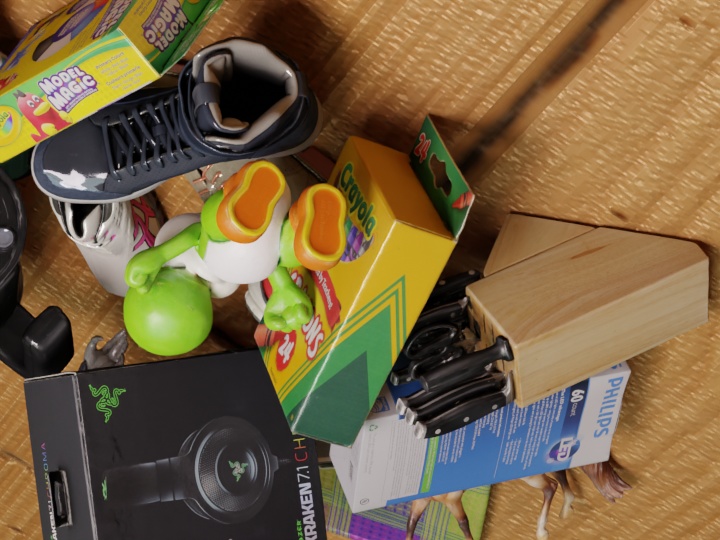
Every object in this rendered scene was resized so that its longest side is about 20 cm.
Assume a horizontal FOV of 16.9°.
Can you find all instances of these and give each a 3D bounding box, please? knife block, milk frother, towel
[{"bbox_3d":[0.122,0.048,1.635,0.199,0.176,0.064,9,138,17],"label":"knife block"},{"bbox_3d":[-0.323,0.035,1.759,0.181,0.199,0.188,59,166,8],"label":"milk frother"},{"bbox_3d":[0.005,0.168,1.939,0.199,0.023,0.144,17,138,8],"label":"towel"}]

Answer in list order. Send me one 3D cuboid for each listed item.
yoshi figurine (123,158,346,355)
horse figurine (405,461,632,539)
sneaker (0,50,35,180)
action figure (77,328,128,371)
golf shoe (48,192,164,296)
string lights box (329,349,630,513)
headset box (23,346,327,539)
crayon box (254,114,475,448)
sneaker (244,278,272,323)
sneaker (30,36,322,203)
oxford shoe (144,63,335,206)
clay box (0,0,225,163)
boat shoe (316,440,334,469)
[{"bbox_3d":[-0.095,0.003,1.599,0.200,0.112,0.113,-27,89,56],"label":"yoshi figurine"},{"bbox_3d":[0.099,0.154,1.815,0.199,0.050,0.133,-15,120,-9],"label":"horse figurine"},{"bbox_3d":[-0.278,-0.146,1.727,0.074,0.088,0.200,-31,146,-4],"label":"sneaker"},{"bbox_3d":[-0.176,0.106,1.863,0.119,0.102,0.200,37,177,-3],"label":"action figure"},{"bbox_3d":[-0.194,-0.045,1.757,0.072,0.092,0.201,8,138,17],"label":"golf shoe"},{"bbox_3d":[0.084,0.102,1.717,0.199,0.059,0.103,-10,138,-17],"label":"string lights box"},{"bbox_3d":[-0.137,0.149,1.732,0.199,0.175,0.093,-5,177,-32],"label":"headset box"},{"bbox_3d":[0.000,0.000,1.620,0.051,0.127,0.201,17,112,-23],"label":"crayon box"},{"bbox_3d":[0.017,0.033,1.753,0.199,0.077,0.085,23,108,-15],"label":"sneaker"},{"bbox_3d":[-0.128,-0.098,1.591,0.201,0.077,0.146,-15,176,1],"label":"sneaker"},{"bbox_3d":[-0.092,-0.074,1.687,0.200,0.074,0.071,31,139,-8],"label":"oxford shoe"},{"bbox_3d":[-0.169,-0.152,1.610,0.200,0.115,0.048,-25,116,41],"label":"clay box"},{"bbox_3d":[-0.014,0.116,1.851,0.199,0.071,0.064,-5,178,3],"label":"boat shoe"}]
